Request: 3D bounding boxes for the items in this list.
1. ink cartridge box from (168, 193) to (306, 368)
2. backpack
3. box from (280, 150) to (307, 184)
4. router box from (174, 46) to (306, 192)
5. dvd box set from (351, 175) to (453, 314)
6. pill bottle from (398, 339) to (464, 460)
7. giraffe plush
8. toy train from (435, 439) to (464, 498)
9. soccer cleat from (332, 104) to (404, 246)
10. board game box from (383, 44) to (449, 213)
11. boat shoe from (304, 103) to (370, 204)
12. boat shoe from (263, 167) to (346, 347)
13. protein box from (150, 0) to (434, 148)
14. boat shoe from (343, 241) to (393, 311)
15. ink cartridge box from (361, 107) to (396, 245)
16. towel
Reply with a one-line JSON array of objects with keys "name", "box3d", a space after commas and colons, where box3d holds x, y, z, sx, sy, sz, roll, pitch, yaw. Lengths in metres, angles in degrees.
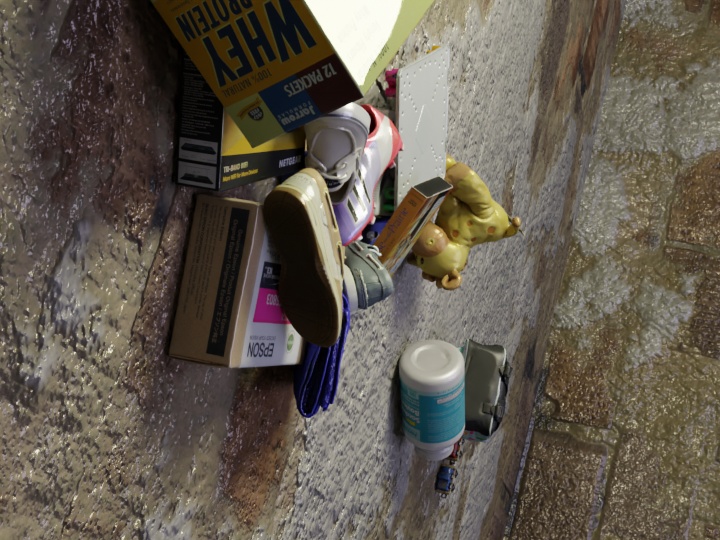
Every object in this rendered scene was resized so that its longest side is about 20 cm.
[{"name": "ink cartridge box", "box3d": [-0.113, 0.016, 1.178, 0.200, 0.074, 0.167, 9, 90, -72]}, {"name": "backpack", "box3d": [0.204, 0.225, 2.058, 0.200, 0.149, 0.180, 53, 48, -72]}, {"name": "box", "box3d": [-0.065, -0.060, 1.341, 0.121, 0.032, 0.203, -25, 124, -67]}, {"name": "router box", "box3d": [-0.112, -0.172, 1.119, 0.200, 0.052, 0.159, -30, 127, -66]}, {"name": "dvd box set", "box3d": [0.045, -0.034, 1.521, 0.201, 0.029, 0.146, -56, 171, 18]}, {"name": "pill bottle", "box3d": [0.122, 0.225, 1.890, 0.111, 0.109, 0.202, -56, 149, -48]}, {"name": "giraffe plush", "box3d": [0.139, -0.063, 1.750, 0.162, 0.200, 0.173, -47, -172, -1]}, {"name": "toy train", "box3d": [0.188, 0.358, 2.257, 0.046, 0.034, 0.202, 39, 62, -64]}, {"name": "soccer cleat", "box3d": [-0.009, -0.112, 1.358, 0.077, 0.066, 0.201, 46, 54, -29]}, {"name": "board game box", "box3d": [0.078, -0.199, 1.562, 0.200, 0.026, 0.202, -41, 137, -58]}, {"name": "boat shoe", "box3d": [-0.029, -0.122, 1.210, 0.200, 0.070, 0.071, 105, -10, -75]}, {"name": "boat shoe", "box3d": [-0.044, -0.011, 1.136, 0.067, 0.073, 0.202, -52, 147, -42]}, {"name": "protein box", "box3d": [-0.063, -0.258, 0.974, 0.201, 0.134, 0.199, 55, 40, -21]}, {"name": "boat shoe", "box3d": [0.000, 0.000, 1.399, 0.200, 0.061, 0.074, -114, -168, -74]}, {"name": "ink cartridge box", "box3d": [0.042, -0.122, 1.597, 0.199, 0.040, 0.203, -6, 106, -70]}, {"name": "towel", "box3d": [-0.043, 0.088, 1.331, 0.200, 0.049, 0.150, -140, -116, -84]}]
